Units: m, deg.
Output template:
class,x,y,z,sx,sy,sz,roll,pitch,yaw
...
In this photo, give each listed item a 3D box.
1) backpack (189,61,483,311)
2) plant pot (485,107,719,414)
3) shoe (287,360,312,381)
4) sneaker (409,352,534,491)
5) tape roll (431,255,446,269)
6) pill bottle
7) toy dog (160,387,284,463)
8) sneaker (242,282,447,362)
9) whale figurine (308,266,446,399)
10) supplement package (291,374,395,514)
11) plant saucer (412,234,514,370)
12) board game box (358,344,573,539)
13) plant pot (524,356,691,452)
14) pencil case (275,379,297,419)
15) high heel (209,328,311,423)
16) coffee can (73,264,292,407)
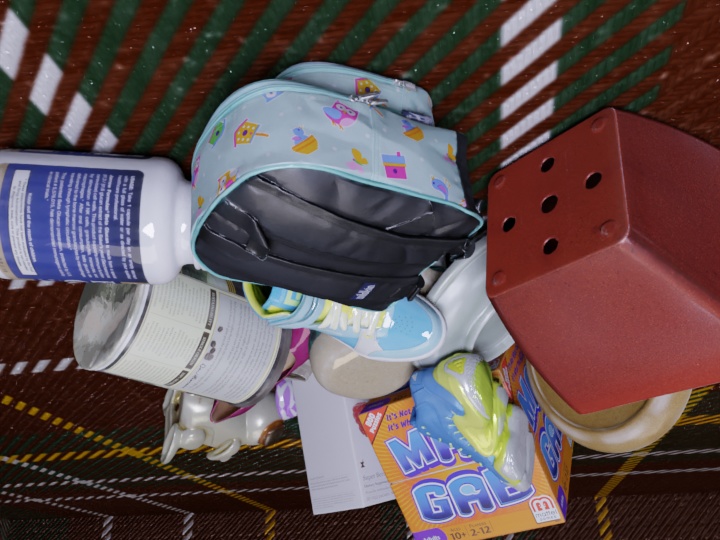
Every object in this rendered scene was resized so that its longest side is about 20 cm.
class,x,y,z,sx,sy,sz,roll,pitch,yaw
backpack,-0.030,-0.062,0.510,0.197,0.156,0.176,3,153,-32
plant pot,0.217,-0.017,0.584,0.175,0.202,0.199,30,142,-30
shoe,-0.157,0.128,0.979,0.197,0.054,0.070,1,151,17
sneaker,0.119,0.167,0.736,0.104,0.076,0.201,-9,124,34
tape roll,0.000,0.000,0.767,0.199,0.038,0.204,-1,153,-1
pill bottle,-0.213,-0.045,0.586,0.196,0.113,0.111,2,154,-6
toy dog,-0.228,0.244,1.166,0.198,0.140,0.195,15,119,-27
sneaker,-0.022,0.036,0.621,0.197,0.081,0.130,14,178,17
whale figurine,0.022,0.053,0.751,0.157,0.104,0.201,18,123,-30
supplement package,-0.008,0.237,0.981,0.120,0.203,0.119,2,159,-41
plant saucer,0.140,0.045,0.724,0.198,0.050,0.202,-28,142,-24
board game box,0.151,0.213,0.900,0.198,0.202,0.200,-23,-174,25
plant pot,0.248,0.088,0.706,0.027,0.203,0.199,7,155,-38
pencil case,-0.048,0.211,1.128,0.196,0.084,0.087,-4,119,9
high heel,-0.120,0.126,0.834,0.067,0.096,0.200,39,132,-1
coffee can,-0.197,0.063,0.762,0.145,0.149,0.199,-23,146,37
